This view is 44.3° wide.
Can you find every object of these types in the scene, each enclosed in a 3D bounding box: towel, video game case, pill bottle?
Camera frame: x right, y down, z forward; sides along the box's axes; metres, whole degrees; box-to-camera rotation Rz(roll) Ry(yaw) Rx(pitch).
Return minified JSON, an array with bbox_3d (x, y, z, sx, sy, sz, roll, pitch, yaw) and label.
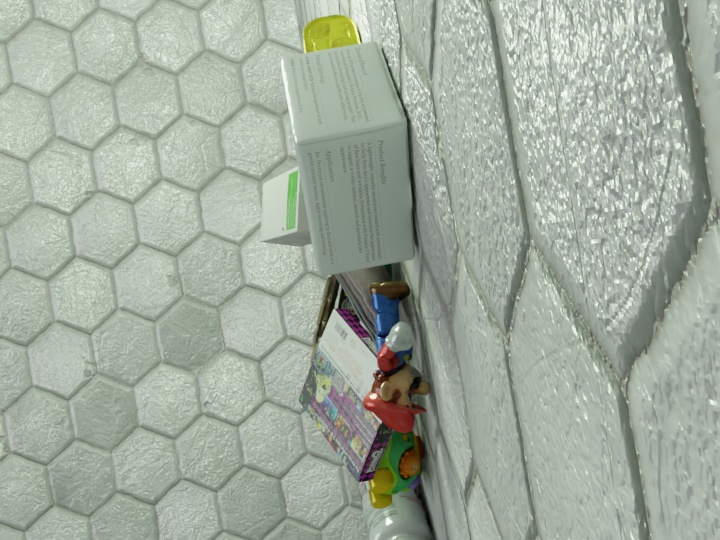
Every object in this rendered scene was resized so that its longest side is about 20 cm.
[{"bbox_3d":[0.000,0.000,1.315,0.202,0.032,0.192,59,-164,-28],"label":"towel"},{"bbox_3d":[-0.013,0.191,1.379,0.200,0.035,0.184,45,122,43],"label":"video game case"},{"bbox_3d":[0.065,0.449,1.562,0.201,0.111,0.115,-106,7,-57],"label":"pill bottle"}]

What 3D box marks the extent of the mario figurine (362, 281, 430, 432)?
[{"bbox_3d":[0.062,0.117,1.207,0.105,0.122,0.205,-5,88,45],"label":"mario figurine"}]

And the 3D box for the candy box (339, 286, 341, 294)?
[{"bbox_3d":[-0.017,-0.027,1.837,0.169,0.075,0.205,96,162,-75],"label":"candy box"}]

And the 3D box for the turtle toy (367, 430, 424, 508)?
[{"bbox_3d":[0.054,0.307,1.452,0.201,0.099,0.148,85,174,-58],"label":"turtle toy"}]

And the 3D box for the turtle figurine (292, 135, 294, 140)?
[{"bbox_3d":[-0.074,-0.226,1.543,0.162,0.063,0.203,70,-172,-53],"label":"turtle figurine"}]

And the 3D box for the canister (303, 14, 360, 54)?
[{"bbox_3d":[-0.033,-0.268,1.384,0.202,0.084,0.151,82,177,-54],"label":"canister"}]

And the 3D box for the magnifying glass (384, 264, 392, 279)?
[{"bbox_3d":[0.035,-0.014,1.523,0.200,0.022,0.082,160,100,-84],"label":"magnifying glass"}]

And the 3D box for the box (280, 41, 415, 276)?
[{"bbox_3d":[-0.015,-0.140,1.098,0.202,0.128,0.202,-103,5,-48],"label":"box"}]

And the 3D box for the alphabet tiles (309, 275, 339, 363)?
[{"bbox_3d":[-0.055,0.062,1.588,0.196,0.014,0.205,-50,-26,-82],"label":"alphabet tiles"}]

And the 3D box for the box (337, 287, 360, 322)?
[{"bbox_3d":[-0.015,0.055,1.614,0.201,0.043,0.163,98,-179,-63],"label":"box"}]

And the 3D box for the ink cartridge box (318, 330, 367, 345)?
[{"bbox_3d":[0.003,0.178,1.575,0.201,0.142,0.085,90,171,-68],"label":"ink cartridge box"}]

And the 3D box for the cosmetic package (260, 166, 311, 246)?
[{"bbox_3d":[-0.097,-0.102,1.455,0.199,0.083,0.110,170,103,-65],"label":"cosmetic package"}]
